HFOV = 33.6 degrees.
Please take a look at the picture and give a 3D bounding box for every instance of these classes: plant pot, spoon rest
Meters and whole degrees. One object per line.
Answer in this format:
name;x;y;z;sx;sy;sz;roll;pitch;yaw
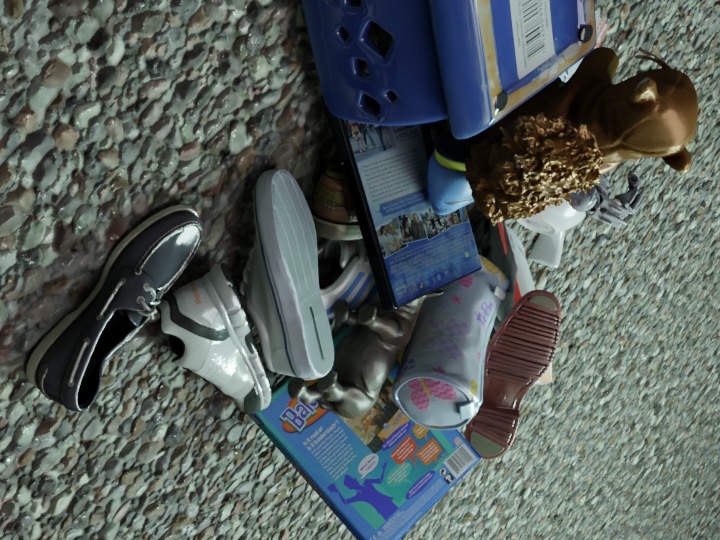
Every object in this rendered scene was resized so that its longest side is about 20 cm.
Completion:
plant pot;0.081;-0.234;0.997;0.200;0.180;0.200;-37;134;-28
spoon rest;0.221;-0.064;1.422;0.200;0.099;0.061;61;51;-69

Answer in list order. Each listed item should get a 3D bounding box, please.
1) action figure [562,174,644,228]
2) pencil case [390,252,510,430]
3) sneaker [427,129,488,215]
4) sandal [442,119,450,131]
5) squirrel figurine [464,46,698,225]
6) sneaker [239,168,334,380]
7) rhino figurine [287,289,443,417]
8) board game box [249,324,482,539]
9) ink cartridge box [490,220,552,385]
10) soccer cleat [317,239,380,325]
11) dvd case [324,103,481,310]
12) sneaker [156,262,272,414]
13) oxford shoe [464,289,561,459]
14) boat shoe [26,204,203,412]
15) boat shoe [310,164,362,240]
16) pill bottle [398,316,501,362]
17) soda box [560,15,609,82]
action figure;0.257;-0.115;1.348;0.069;0.130;0.200;-45;-170;24
pencil case;0.095;0.070;1.230;0.200;0.091;0.083;-68;174;-45
sneaker;0.138;-0.112;1.179;0.200;0.066;0.079;-28;138;-37
sandal;0.112;-0.170;1.197;0.082;0.055;0.200;-29;123;-42
squirrel figurine;0.196;-0.113;1.048;0.200;0.187;0.142;-43;120;-29
sneaker;-0.080;0.007;1.100;0.073;0.071;0.200;-28;112;-60
rhino figurine;0.016;0.058;1.169;0.087;0.060;0.200;35;87;-46
board game box;0.004;0.170;1.230;0.152;0.200;0.045;-41;-176;-16
ink cartridge box;0.185;0.010;1.372;0.050;0.162;0.200;-6;135;-1
soccer cleat;0.000;0.000;1.205;0.200;0.070;0.086;-20;133;-41
dvd case;0.044;-0.076;1.136;0.143;0.018;0.200;-22;99;-45
sneaker;-0.136;0.072;1.114;0.080;0.074;0.200;-23;139;-7
oxford shoe;0.159;0.104;1.301;0.075;0.070;0.200;-89;-159;-71
boat shoe;-0.192;0.034;1.002;0.200;0.063;0.073;-50;145;-10
boat shoe;0.032;-0.078;1.180;0.200;0.072;0.068;-16;123;-51
pill bottle;0.066;0.119;1.346;0.200;0.114;0.114;-34;140;-30
soda box;0.183;-0.194;1.279;0.068;0.064;0.200;15;104;-54
